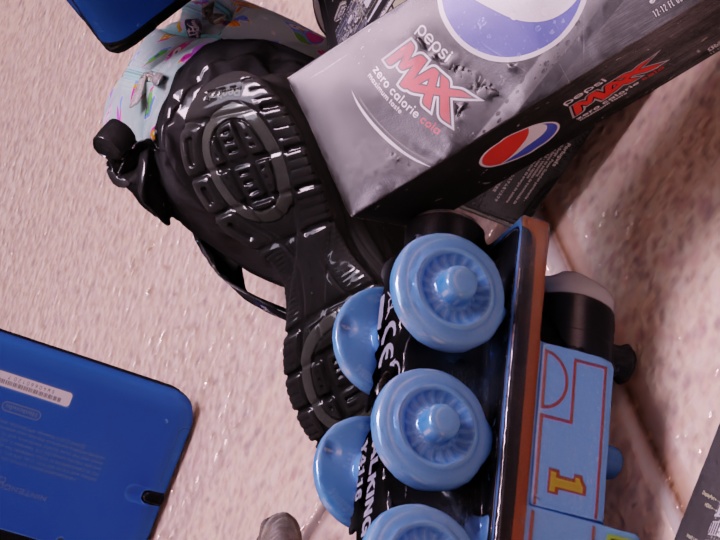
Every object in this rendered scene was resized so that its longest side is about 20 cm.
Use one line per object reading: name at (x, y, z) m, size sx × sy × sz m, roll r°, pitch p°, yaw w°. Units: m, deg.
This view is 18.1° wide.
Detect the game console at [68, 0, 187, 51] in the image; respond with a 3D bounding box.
game console at (-0.076, -0.211, 1.058) m, size 0.200 × 0.118 × 0.171 m, roll -39°, pitch -17°, yaw -3°

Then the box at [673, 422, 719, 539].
box at (0.158, 0.125, 0.600) m, size 0.200 × 0.086 × 0.165 m, roll 27°, pitch 97°, yaw 66°

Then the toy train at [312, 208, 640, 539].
toy train at (0.046, 0.076, 0.841) m, size 0.087 × 0.114 × 0.201 m, roll 138°, pitch 144°, yaw -58°

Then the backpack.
backpack at (-0.051, -0.063, 1.130) m, size 0.127 × 0.167 × 0.200 m, roll -50°, pitch 21°, yaw -3°

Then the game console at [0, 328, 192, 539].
game console at (-0.222, 0.109, 1.281) m, size 0.172 × 0.199 × 0.118 m, roll -68°, pitch 25°, yaw 4°

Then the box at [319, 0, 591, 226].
box at (0.071, -0.151, 0.969) m, size 0.200 × 0.086 × 0.164 m, roll -57°, pitch 26°, yaw 28°

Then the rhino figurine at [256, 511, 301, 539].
rhino figurine at (-0.030, 0.169, 1.000) m, size 0.200 × 0.059 × 0.088 m, roll -122°, pitch 45°, yaw -64°

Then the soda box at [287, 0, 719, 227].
soda box at (0.076, -0.091, 0.842) m, size 0.199 × 0.071 × 0.064 m, roll -31°, pitch 73°, yaw 20°

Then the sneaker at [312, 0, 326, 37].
sneaker at (0.041, -0.205, 1.126) m, size 0.115 × 0.075 × 0.201 m, roll 11°, pitch 92°, yaw 61°

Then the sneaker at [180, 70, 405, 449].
sneaker at (0.000, 0.000, 0.988) m, size 0.076 × 0.091 × 0.201 m, roll -21°, pitch 92°, yaw 32°
